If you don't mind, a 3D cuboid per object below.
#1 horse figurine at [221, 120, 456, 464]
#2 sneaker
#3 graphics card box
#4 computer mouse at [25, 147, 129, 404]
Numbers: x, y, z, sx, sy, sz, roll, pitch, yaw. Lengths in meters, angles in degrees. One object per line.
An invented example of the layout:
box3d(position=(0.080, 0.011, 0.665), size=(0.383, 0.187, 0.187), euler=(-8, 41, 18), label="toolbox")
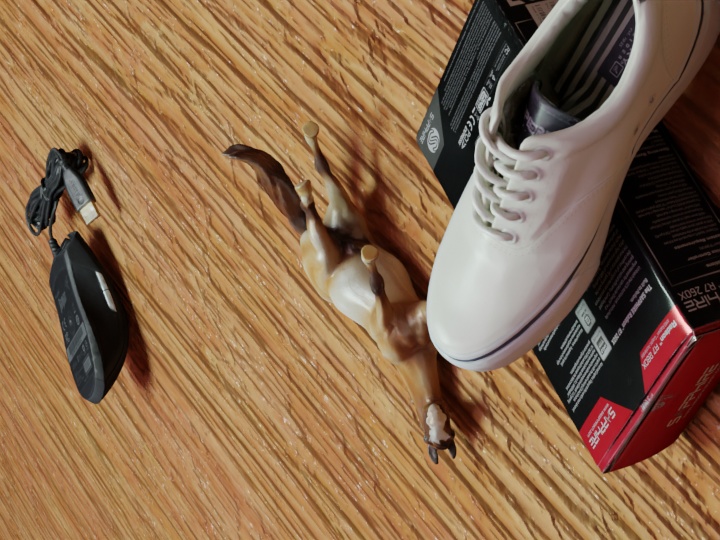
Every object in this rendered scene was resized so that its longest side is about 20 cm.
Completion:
box3d(position=(0.000, 0.000, 1.176), size=(0.200, 0.050, 0.133), euler=(48, 164, 30), label="horse figurine")
box3d(position=(0.073, -0.048, 0.866), size=(0.073, 0.071, 0.200), euler=(38, 110, 35), label="sneaker")
box3d(position=(0.101, -0.024, 0.953), size=(0.200, 0.051, 0.126), euler=(61, 153, 25), label="graphics card box")
box3d(position=(-0.216, -0.002, 1.679), size=(0.200, 0.046, 0.140), euler=(69, 152, 23), label="computer mouse")
